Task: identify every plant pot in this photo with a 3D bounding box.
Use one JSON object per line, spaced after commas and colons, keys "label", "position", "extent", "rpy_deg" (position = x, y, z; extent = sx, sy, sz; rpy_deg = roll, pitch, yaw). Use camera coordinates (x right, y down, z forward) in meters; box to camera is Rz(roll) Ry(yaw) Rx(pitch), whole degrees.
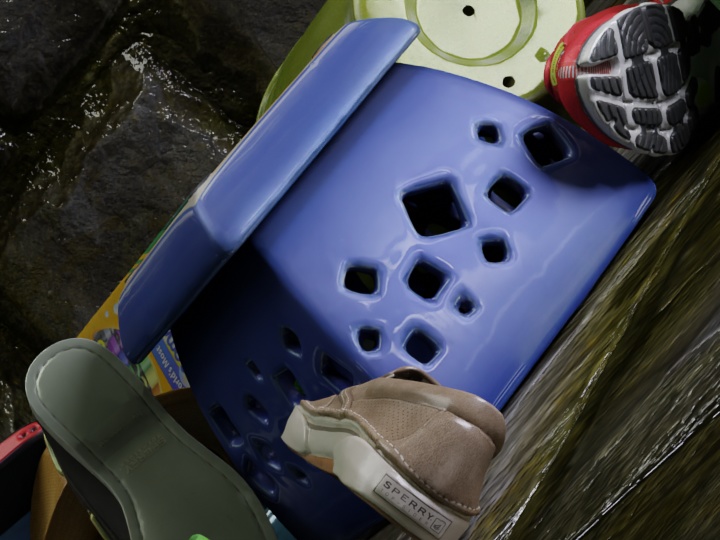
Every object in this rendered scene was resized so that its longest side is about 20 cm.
{"label": "plant pot", "position": [0.000, 0.000, 1.267], "extent": [0.200, 0.180, 0.200], "rpy_deg": [-51, 2, -29]}
{"label": "plant pot", "position": [0.046, -0.105, 1.418], "extent": [0.201, 0.200, 0.193], "rpy_deg": [-50, -8, -22]}

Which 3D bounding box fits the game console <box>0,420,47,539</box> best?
{"label": "game console", "position": [-0.222, 0.188, 1.491], "extent": [0.176, 0.031, 0.200], "rpy_deg": [-36, -32, -4]}

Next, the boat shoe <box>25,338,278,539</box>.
{"label": "boat shoe", "position": [-0.102, 0.123, 1.302], "extent": [0.072, 0.201, 0.061], "rpy_deg": [-33, -23, -16]}

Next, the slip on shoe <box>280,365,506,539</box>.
{"label": "slip on shoe", "position": [0.016, 0.072, 1.060], "extent": [0.061, 0.076, 0.200], "rpy_deg": [-54, 6, -4]}

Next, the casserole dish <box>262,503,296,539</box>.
{"label": "casserole dish", "position": [-0.062, 0.172, 1.405], "extent": [0.200, 0.039, 0.121], "rpy_deg": [-51, 2, -18]}

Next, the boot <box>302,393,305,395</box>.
{"label": "boot", "position": [-0.081, 0.157, 1.592], "extent": [0.155, 0.072, 0.200], "rpy_deg": [-48, -3, 7]}

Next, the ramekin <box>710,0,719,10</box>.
{"label": "ramekin", "position": [0.233, -0.211, 1.249], "extent": [0.200, 0.098, 0.200], "rpy_deg": [-49, 3, 3]}

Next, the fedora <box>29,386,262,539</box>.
{"label": "fedora", "position": [-0.136, 0.146, 1.441], "extent": [0.200, 0.082, 0.202], "rpy_deg": [-31, -46, -39]}

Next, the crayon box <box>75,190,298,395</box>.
{"label": "crayon box", "position": [-0.119, 0.057, 1.650], "extent": [0.051, 0.126, 0.200], "rpy_deg": [-2, -36, -42]}

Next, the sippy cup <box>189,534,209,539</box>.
{"label": "sippy cup", "position": [-0.112, 0.196, 1.002], "extent": [0.177, 0.140, 0.130], "rpy_deg": [-19, -11, -3]}

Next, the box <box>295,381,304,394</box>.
{"label": "box", "position": [-0.019, -0.005, 1.724], "extent": [0.200, 0.176, 0.097], "rpy_deg": [-48, 0, 20]}

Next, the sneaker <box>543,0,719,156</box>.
{"label": "sneaker", "position": [0.131, -0.099, 1.275], "extent": [0.084, 0.078, 0.200], "rpy_deg": [-5, 8, 24]}

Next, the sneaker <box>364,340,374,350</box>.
{"label": "sneaker", "position": [0.046, -0.016, 1.591], "extent": [0.200, 0.073, 0.112], "rpy_deg": [-41, 27, -7]}
